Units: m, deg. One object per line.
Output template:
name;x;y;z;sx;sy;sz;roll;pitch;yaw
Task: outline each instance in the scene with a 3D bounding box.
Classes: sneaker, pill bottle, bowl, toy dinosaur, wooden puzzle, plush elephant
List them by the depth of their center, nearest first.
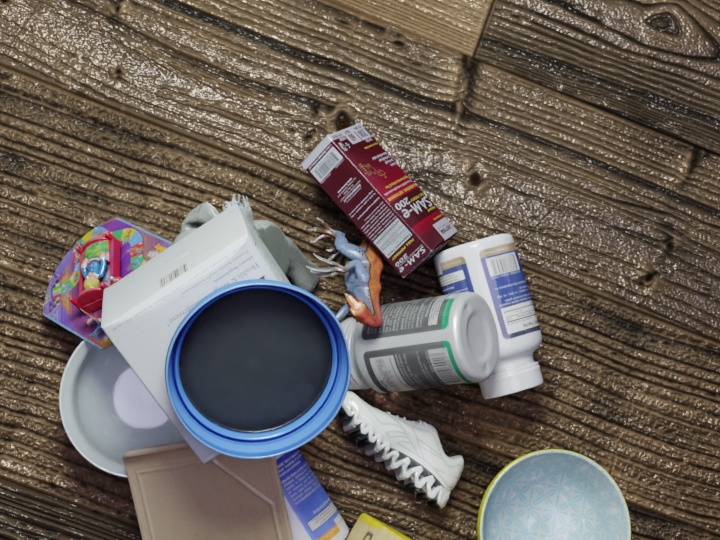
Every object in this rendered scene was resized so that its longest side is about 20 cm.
bowl;-0.110;0.103;1.238;0.200;0.039;0.202;-3;107;-11
wooden puzzle;-0.178;0.293;1.387;0.184;0.037;0.201;-10;102;9
pill bottle;0.063;0.094;1.447;0.199;0.113;0.114;-10;83;32
toy dinosaur;0.000;0.000;1.449;0.200;0.105;0.181;-34;44;-12
pill bottle;-0.111;0.277;1.451;0.112;0.112;0.200;-32;88;-9
bowl;-0.275;0.159;1.457;0.200;0.090;0.202;1;84;-7
plush elephant;-0.173;-0.005;1.463;0.200;0.154;0.165;62;37;-34
bowl;0.236;0.332;1.484;0.199;0.108;0.201;1;82;-9
sneaker;0.050;0.220;1.501;0.200;0.075;0.081;43;72;-8
pill bottle;0.173;0.061;1.507;0.110;0.111;0.201;-15;86;-8

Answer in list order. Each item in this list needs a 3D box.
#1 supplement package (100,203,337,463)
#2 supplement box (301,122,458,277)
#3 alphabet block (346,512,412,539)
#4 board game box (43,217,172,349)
supplement package;-0.161;0.070;1.317;0.191;0.147;0.200;-33;110;0
supplement box;0.027;-0.094;1.498;0.200;0.109;0.061;48;118;4
alphabet block;0.059;0.441;1.386;0.195;0.196;0.201;34;81;-26
board game box;-0.325;0.003;1.431;0.200;0.039;0.158;23;74;39
